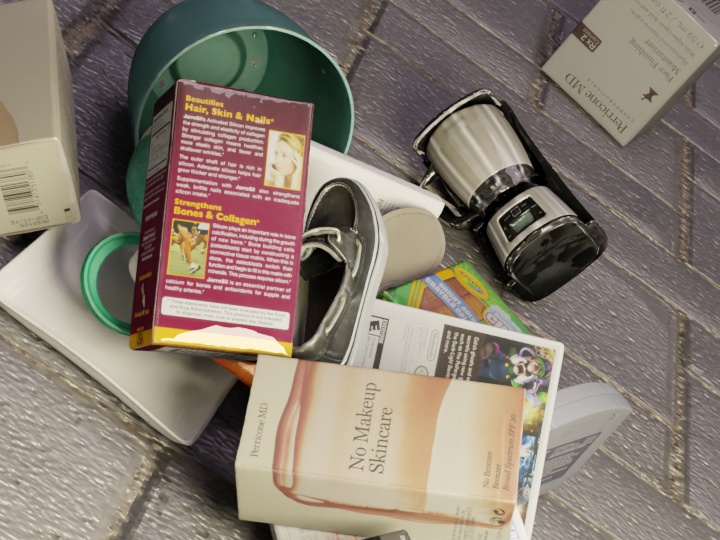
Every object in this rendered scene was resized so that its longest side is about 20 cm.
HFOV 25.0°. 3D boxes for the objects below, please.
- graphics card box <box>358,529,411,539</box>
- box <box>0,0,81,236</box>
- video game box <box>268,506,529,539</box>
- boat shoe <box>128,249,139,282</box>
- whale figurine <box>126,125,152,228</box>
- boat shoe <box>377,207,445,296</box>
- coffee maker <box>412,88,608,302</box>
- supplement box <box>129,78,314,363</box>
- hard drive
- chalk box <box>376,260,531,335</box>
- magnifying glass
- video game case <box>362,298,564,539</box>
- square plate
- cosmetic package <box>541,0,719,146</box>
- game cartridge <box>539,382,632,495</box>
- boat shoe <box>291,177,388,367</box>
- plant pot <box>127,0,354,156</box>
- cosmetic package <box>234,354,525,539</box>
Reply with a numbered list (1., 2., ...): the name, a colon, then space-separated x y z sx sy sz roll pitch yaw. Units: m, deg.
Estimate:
1. graphics card box: -0.040 0.256 1.092 0.200 0.051 0.126 -11 52 -21
2. box: -0.281 -0.130 1.347 0.078 0.095 0.200 -11 43 -3
3. video game box: 0.033 0.212 1.207 0.182 0.047 0.200 -12 55 -8
4. boat shoe: -0.093 0.032 1.330 0.200 0.069 0.072 37 29 -7
5. whale figurine: -0.120 -0.038 1.374 0.200 0.159 0.104 62 39 -40
6. boat shoe: 0.000 0.000 1.446 0.200 0.063 0.073 -35 104 -44
7. coffee maker: 0.176 -0.078 1.768 0.192 0.135 0.200 2 47 -48
8. supplement box: -0.107 -0.034 1.245 0.110 0.086 0.200 8 81 -19
9. hard drive: -0.038 -0.045 1.487 0.200 0.132 0.027 21 21 -29
10. chalk box: 0.074 0.081 1.451 0.124 0.124 0.200 48 31 13
11. magnifying glass: -0.132 0.044 1.281 0.200 0.022 0.080 38 73 -15
12. video game case: 0.059 0.133 1.302 0.182 0.023 0.200 13 71 -2
13. square plate: -0.185 0.038 1.316 0.200 0.028 0.198 38 31 -3
14. cosmetic package: 0.392 -0.309 2.248 0.165 0.200 0.165 44 30 8
15. game cartridge: 0.157 0.157 1.434 0.200 0.133 0.041 -8 55 -53
16. boat shoe: -0.023 -0.003 1.298 0.071 0.072 0.200 55 29 -48
17. plant pot: -0.124 -0.163 1.499 0.200 0.201 0.161 21 21 -30
18. cosmetic package: 0.015 0.134 1.183 0.200 0.087 0.103 6 54 3
